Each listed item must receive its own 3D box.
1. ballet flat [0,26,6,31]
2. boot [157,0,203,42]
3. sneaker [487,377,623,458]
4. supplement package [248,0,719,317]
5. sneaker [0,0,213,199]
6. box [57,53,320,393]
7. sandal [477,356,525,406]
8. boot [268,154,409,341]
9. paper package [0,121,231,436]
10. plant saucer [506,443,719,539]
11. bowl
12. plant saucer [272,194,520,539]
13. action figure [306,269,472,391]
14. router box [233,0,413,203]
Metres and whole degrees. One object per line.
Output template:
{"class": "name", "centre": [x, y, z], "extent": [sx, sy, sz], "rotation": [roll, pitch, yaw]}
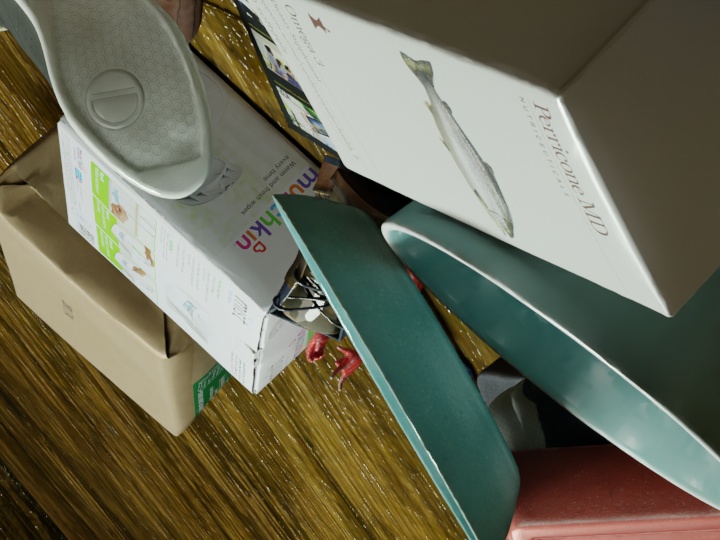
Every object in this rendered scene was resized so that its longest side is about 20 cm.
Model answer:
{"class": "ballet flat", "centre": [-0.196, -0.175, 1.460], "extent": [0.069, 0.071, 0.200], "rotation": [49, 165, -20]}
{"class": "boot", "centre": [-0.136, -0.208, 1.253], "extent": [0.187, 0.064, 0.200], "rotation": [61, 176, 0]}
{"class": "sneaker", "centre": [0.141, 0.129, 1.245], "extent": [0.146, 0.081, 0.201], "rotation": [-17, 118, 27]}
{"class": "supplement package", "centre": [0.066, -0.089, 0.920], "extent": [0.199, 0.117, 0.117], "rotation": [26, 155, 48]}
{"class": "sneaker", "centre": [-0.136, -0.117, 1.229], "extent": [0.201, 0.071, 0.099], "rotation": [53, 175, 6]}
{"class": "box", "centre": [-0.096, -0.031, 1.531], "extent": [0.176, 0.097, 0.200], "rotation": [41, 164, 9]}
{"class": "sandal", "centre": [0.124, 0.073, 1.355], "extent": [0.076, 0.043, 0.200], "rotation": [60, 165, -18]}
{"class": "boot", "centre": [0.000, 0.000, 1.278], "extent": [0.074, 0.098, 0.200], "rotation": [21, -175, -8]}
{"class": "paper package", "centre": [-0.173, 0.007, 1.820], "extent": [0.190, 0.103, 0.200], "rotation": [41, 164, 13]}
{"class": "plant saucer", "centre": [0.167, 0.174, 1.194], "extent": [0.198, 0.037, 0.201], "rotation": [-6, 120, 20]}
{"class": "bowl", "centre": [0.118, 0.004, 1.020], "extent": [0.200, 0.105, 0.201], "rotation": [39, 174, 5]}
{"class": "plant saucer", "centre": [0.024, 0.043, 1.133], "extent": [0.201, 0.036, 0.200], "rotation": [60, 178, 3]}
{"class": "action figure", "centre": [0.011, 0.054, 1.488], "extent": [0.065, 0.099, 0.201], "rotation": [31, 157, 37]}
{"class": "router box", "centre": [0.026, -0.089, 1.149], "extent": [0.199, 0.051, 0.150], "rotation": [33, 159, 35]}
